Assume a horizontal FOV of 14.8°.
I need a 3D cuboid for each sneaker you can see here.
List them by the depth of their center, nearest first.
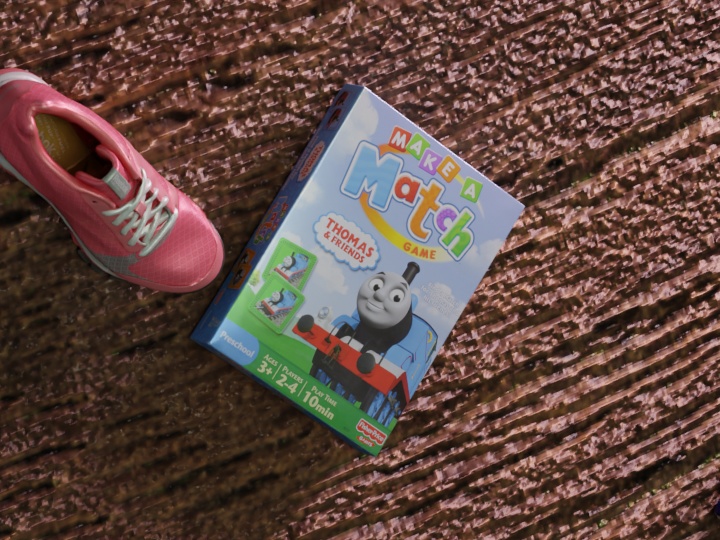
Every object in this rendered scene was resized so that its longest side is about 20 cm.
[{"bbox_3d":[-0.160,-0.046,1.740,0.200,0.087,0.074,40,80,-25],"label":"sneaker"}]

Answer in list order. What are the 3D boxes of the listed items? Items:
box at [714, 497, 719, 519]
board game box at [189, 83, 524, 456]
[{"bbox_3d":[0.386,0.137,2.020,0.184,0.105,0.201,31,82,-26],"label":"box"},{"bbox_3d":[0.000,0.000,1.852,0.151,0.037,0.201,35,80,-25],"label":"board game box"}]
